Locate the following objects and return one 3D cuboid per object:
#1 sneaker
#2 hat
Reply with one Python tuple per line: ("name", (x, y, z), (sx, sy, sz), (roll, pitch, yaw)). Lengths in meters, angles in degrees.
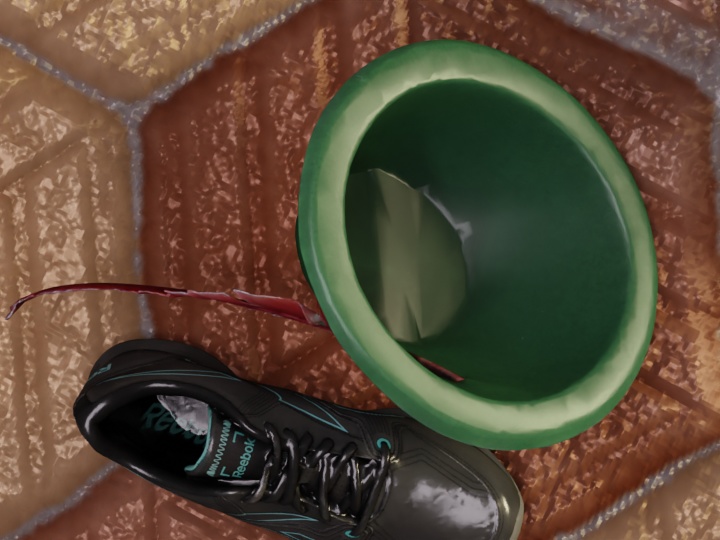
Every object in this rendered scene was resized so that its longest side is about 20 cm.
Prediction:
("sneaker", (-0.030, 0.087, 1.255), (0.199, 0.079, 0.076), (16, 97, 7))
("hat", (0.000, 0.000, 1.268), (0.200, 0.176, 0.166), (40, 60, -16))
